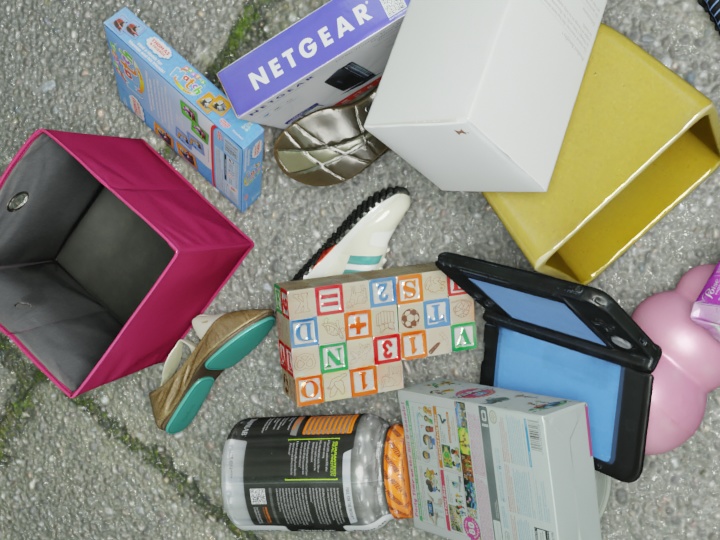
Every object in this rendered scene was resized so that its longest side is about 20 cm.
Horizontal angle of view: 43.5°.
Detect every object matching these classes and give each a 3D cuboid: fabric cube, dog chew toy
[{"bbox_3d":[-0.273,-0.016,0.978,0.200,0.199,0.197,41,104,8],"label":"fabric cube"},{"bbox_3d":[0.302,0.078,0.872,0.124,0.124,0.201,39,95,9],"label":"dog chew toy"}]

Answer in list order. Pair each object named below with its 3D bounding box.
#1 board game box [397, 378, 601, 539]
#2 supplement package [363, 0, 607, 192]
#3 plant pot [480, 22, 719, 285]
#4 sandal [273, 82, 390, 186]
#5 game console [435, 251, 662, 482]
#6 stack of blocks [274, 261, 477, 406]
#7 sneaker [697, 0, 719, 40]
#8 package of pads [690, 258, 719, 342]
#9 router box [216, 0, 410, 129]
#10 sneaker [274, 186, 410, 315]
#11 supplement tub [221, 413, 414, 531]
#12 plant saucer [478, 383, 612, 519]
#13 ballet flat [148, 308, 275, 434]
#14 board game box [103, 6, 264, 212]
[{"bbox_3d":[0.127,0.189,0.858,0.199,0.064,0.150,1,100,53],"label":"board game box"},{"bbox_3d":[0.107,-0.179,0.740,0.117,0.117,0.202,7,71,46],"label":"supplement package"},{"bbox_3d":[0.197,-0.128,0.851,0.194,0.195,0.201,-44,67,15],"label":"plant pot"},{"bbox_3d":[0.001,-0.158,0.967,0.199,0.055,0.082,-34,103,1],"label":"sandal"},{"bbox_3d":[0.160,0.085,0.832,0.199,0.176,0.117,16,74,48],"label":"game console"},{"bbox_3d":[0.017,0.061,0.924,0.198,0.059,0.117,-8,99,-18],"label":"stack of blocks"},{"bbox_3d":[0.352,-0.266,0.858,0.077,0.070,0.203,-2,102,40],"label":"sneaker"},{"bbox_3d":[0.402,0.048,0.809,0.199,0.076,0.121,36,81,-21],"label":"package of pads"},{"bbox_3d":[-0.020,-0.213,0.901,0.199,0.179,0.049,-28,87,16],"label":"router box"},{"bbox_3d":[0.000,0.000,0.981,0.093,0.070,0.200,41,102,-11],"label":"sneaker"},{"bbox_3d":[-0.040,0.218,0.973,0.198,0.122,0.124,-4,94,16],"label":"supplement tub"},{"bbox_3d":[0.164,0.216,0.954,0.198,0.050,0.203,1,94,16],"label":"plant saucer"},{"bbox_3d":[-0.181,0.098,1.039,0.200,0.068,0.072,-50,65,18],"label":"ballet flat"},{"bbox_3d":[-0.187,-0.168,0.971,0.200,0.152,0.037,41,69,8],"label":"board game box"}]
